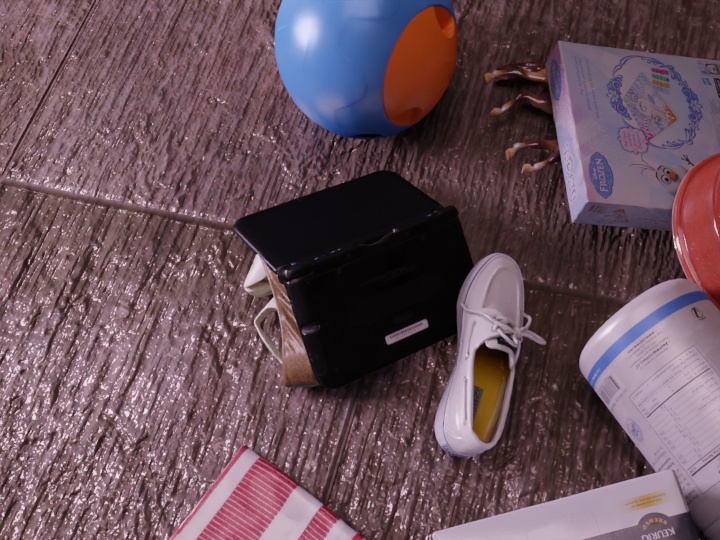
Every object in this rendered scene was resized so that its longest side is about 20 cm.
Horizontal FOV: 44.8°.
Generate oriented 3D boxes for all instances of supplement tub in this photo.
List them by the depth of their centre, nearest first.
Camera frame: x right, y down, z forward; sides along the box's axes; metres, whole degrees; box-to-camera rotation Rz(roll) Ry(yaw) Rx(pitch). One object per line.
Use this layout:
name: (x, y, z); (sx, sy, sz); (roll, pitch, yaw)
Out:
supplement tub: (0.295, 0.120, 0.750); (0.131, 0.132, 0.201); (-30, 63, -8)

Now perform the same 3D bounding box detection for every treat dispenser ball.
treat dispenser ball: (0.006, -0.244, 0.940); (0.197, 0.202, 0.204); (-3, 62, 6)

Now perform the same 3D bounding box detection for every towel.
towel: (-0.078, 0.270, 0.789); (0.199, 0.023, 0.144); (33, 71, 22)

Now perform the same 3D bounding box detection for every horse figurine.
horse figurine: (0.211, -0.169, 0.954); (0.130, 0.050, 0.202); (-11, 57, -8)

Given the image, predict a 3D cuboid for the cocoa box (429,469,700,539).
cocoa box: (0.167, 0.261, 0.694); (0.197, 0.134, 0.133); (-15, 62, 0)

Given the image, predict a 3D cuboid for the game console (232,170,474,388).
game console: (0.000, 0.000, 0.875); (0.198, 0.116, 0.178); (-21, 96, -25)

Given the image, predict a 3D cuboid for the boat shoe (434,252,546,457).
boat shoe: (0.126, 0.071, 0.812); (0.074, 0.086, 0.204); (27, 67, -17)

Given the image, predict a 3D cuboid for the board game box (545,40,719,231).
board game box: (0.300, -0.137, 0.900); (0.196, 0.044, 0.203); (5, 61, -12)

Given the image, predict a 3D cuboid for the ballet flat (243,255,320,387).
ballet flat: (-0.079, 0.030, 0.896); (0.072, 0.068, 0.202); (-24, 65, 13)

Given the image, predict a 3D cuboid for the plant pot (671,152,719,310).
plant pot: (0.411, -0.056, 0.752); (0.197, 0.195, 0.204); (6, 69, -14)
